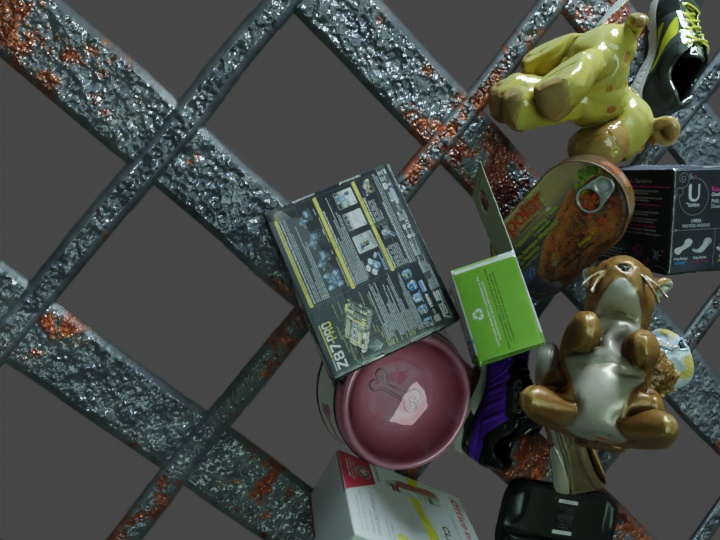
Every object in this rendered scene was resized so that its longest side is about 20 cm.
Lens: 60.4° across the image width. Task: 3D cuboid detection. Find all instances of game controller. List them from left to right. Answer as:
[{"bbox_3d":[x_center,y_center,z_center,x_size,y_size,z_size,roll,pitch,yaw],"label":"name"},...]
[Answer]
[{"bbox_3d":[0.285,0.363,0.889,0.196,0.042,0.107,15,80,-18],"label":"game controller"}]

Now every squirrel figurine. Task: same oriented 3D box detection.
[{"bbox_3d":[0.268,0.088,0.661,0.200,0.139,0.190,46,54,-52],"label":"squirrel figurine"}]

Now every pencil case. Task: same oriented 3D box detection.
[{"bbox_3d":[0.349,0.144,0.840,0.196,0.091,0.085,-16,76,-11],"label":"pencil case"}]

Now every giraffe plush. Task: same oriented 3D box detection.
[{"bbox_3d":[0.275,-0.191,0.734,0.199,0.173,0.163,-36,112,4],"label":"giraffe plush"}]

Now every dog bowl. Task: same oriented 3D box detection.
[{"bbox_3d":[0.048,0.152,0.766,0.196,0.074,0.205,-3,99,-15],"label":"dog bowl"}]

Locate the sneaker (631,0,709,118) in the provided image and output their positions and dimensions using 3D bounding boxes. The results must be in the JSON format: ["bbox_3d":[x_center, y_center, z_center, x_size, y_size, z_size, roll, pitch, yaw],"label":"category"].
[{"bbox_3d":[0.418,-0.292,0.799,0.073,0.085,0.204,10,96,-18],"label":"sneaker"}]

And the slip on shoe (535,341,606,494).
[{"bbox_3d":[0.256,0.181,0.754,0.060,0.076,0.204,-6,104,28],"label":"slip on shoe"}]

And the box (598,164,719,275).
[{"bbox_3d":[0.357,-0.071,0.754,0.129,0.200,0.117,-4,101,-15],"label":"box"}]

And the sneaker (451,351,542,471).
[{"bbox_3d":[0.195,0.161,0.787,0.069,0.099,0.204,13,98,-40],"label":"sneaker"}]

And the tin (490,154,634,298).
[{"bbox_3d":[0.236,-0.051,0.740,0.112,0.201,0.042,44,45,7],"label":"tin"}]

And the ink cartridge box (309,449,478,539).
[{"bbox_3d":[0.046,0.322,0.747,0.198,0.145,0.084,27,104,-19],"label":"ink cartridge box"}]

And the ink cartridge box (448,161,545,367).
[{"bbox_3d":[0.135,0.000,0.713,0.074,0.148,0.204,-18,80,5],"label":"ink cartridge box"}]

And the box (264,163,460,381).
[{"bbox_3d":[0.000,0.000,0.705,0.159,0.049,0.203,-23,81,-13],"label":"box"}]
